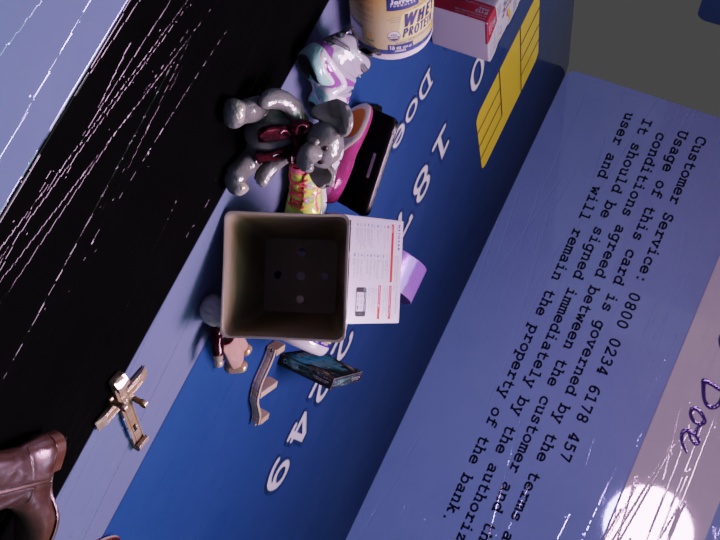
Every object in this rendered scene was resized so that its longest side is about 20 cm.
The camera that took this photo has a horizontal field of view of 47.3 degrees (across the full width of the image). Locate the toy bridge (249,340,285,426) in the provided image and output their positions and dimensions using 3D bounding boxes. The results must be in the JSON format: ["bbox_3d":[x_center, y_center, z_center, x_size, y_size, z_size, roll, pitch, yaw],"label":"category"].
[{"bbox_3d":[-0.203,0.245,1.720,0.067,0.027,0.201,-32,142,-58],"label":"toy bridge"}]

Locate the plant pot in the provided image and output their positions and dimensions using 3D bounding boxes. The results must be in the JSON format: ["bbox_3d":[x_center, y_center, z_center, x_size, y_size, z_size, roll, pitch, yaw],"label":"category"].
[{"bbox_3d":[-0.111,0.009,1.375,0.177,0.199,0.201,-1,93,-85],"label":"plant pot"}]

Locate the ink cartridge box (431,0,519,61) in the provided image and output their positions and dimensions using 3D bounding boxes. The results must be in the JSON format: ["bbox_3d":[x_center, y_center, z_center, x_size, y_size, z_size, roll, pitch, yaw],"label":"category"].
[{"bbox_3d":[0.257,-0.599,1.812,0.200,0.144,0.145,-63,162,-14],"label":"ink cartridge box"}]

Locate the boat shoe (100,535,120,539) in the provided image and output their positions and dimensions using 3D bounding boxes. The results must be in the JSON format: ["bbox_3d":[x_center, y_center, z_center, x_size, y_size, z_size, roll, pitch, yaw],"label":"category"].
[{"bbox_3d":[-0.432,0.494,1.301,0.200,0.062,0.071,-32,140,-63],"label":"boat shoe"}]

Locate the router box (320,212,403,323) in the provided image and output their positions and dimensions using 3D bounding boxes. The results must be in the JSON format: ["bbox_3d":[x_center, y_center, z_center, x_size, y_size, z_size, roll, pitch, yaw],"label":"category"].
[{"bbox_3d":[0.000,0.000,1.537,0.179,0.049,0.201,4,89,-45],"label":"router box"}]

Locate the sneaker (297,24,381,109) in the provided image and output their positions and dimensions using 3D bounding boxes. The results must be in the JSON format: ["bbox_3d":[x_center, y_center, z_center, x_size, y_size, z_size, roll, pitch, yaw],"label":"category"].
[{"bbox_3d":[-0.021,-0.324,1.384,0.140,0.078,0.200,-37,155,-13],"label":"sneaker"}]

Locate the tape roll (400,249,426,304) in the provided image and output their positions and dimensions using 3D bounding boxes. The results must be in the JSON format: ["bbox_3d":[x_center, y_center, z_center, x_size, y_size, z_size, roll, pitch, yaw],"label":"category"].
[{"bbox_3d":[0.040,-0.006,1.832,0.085,0.200,0.200,-63,162,-10],"label":"tape roll"}]

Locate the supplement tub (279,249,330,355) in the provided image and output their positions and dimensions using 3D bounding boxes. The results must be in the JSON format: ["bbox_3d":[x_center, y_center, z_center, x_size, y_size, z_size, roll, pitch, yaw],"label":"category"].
[{"bbox_3d":[-0.094,0.049,1.596,0.201,0.145,0.145,-66,163,-3],"label":"supplement tub"}]

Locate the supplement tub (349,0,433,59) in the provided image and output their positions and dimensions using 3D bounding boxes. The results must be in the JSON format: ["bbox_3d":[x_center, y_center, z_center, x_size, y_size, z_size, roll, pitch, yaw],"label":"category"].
[{"bbox_3d":[0.050,-0.469,1.366,0.145,0.144,0.200,-58,161,-26],"label":"supplement tub"}]

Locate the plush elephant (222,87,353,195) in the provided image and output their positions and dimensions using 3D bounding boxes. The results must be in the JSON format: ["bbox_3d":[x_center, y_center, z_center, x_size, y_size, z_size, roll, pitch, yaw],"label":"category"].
[{"bbox_3d":[-0.098,-0.194,1.254,0.200,0.154,0.165,-46,153,-48],"label":"plush elephant"}]

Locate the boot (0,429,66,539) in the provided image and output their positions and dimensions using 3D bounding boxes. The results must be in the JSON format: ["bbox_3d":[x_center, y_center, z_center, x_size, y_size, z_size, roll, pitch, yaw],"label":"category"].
[{"bbox_3d":[-0.448,0.295,0.995,0.200,0.064,0.187,-5,104,-74],"label":"boot"}]

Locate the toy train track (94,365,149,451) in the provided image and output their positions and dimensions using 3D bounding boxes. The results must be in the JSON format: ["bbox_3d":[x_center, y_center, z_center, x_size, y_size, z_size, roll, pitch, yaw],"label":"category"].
[{"bbox_3d":[-0.346,0.223,1.258,0.115,0.032,0.200,-54,160,-35],"label":"toy train track"}]

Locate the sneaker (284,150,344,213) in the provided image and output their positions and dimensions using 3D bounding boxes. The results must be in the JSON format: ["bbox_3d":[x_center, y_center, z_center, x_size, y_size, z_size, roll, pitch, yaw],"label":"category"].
[{"bbox_3d":[-0.101,-0.155,1.456,0.090,0.078,0.201,5,104,-61],"label":"sneaker"}]

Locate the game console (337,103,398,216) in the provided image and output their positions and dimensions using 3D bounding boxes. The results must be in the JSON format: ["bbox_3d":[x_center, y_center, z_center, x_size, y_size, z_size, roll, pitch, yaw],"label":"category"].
[{"bbox_3d":[0.025,-0.225,1.663,0.116,0.176,0.201,3,111,-41],"label":"game console"}]

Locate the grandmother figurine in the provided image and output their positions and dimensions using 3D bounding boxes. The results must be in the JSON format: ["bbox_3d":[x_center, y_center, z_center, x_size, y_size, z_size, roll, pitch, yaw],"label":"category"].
[{"bbox_3d":[-0.234,0.109,1.416,0.200,0.060,0.122,81,9,-55],"label":"grandmother figurine"}]

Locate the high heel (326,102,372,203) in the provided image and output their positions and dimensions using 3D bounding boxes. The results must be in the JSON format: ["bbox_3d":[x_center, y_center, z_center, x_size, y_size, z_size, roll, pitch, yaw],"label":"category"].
[{"bbox_3d":[-0.025,-0.220,1.572,0.200,0.067,0.096,-62,153,1],"label":"high heel"}]

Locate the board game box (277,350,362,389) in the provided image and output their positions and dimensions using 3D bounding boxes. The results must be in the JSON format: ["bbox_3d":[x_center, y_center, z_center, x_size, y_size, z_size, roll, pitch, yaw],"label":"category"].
[{"bbox_3d":[-0.086,0.219,1.850,0.028,0.135,0.200,-68,163,5],"label":"board game box"}]
